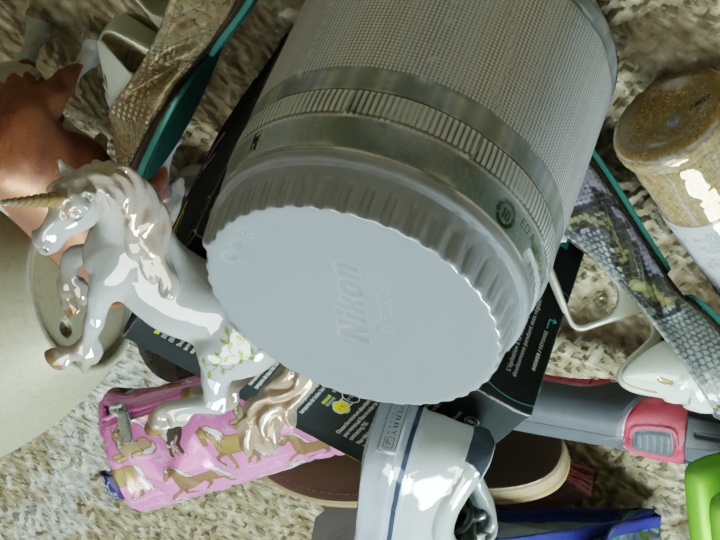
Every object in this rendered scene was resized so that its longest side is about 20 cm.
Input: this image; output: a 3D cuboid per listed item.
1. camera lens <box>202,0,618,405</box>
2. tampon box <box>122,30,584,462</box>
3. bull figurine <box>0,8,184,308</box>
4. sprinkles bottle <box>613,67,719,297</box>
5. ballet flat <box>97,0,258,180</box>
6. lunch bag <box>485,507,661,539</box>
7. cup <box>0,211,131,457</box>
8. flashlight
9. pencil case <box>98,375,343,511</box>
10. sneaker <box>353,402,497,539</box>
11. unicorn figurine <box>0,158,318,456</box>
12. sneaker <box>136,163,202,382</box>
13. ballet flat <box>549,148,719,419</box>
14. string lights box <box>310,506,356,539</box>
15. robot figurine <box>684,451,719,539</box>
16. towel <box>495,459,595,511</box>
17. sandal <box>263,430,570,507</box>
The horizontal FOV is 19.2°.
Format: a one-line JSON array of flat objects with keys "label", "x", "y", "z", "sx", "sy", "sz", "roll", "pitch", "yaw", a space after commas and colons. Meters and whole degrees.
[{"label": "camera lens", "x": 0.028, "y": -0.058, "z": 1.017, "sx": 0.160, "sy": 0.200, "sz": 0.160, "roll": 15, "pitch": 145, "yaw": 11}, {"label": "tampon box", "x": 0.000, "y": 0.000, "z": 1.155, "sx": 0.200, "sy": 0.150, "sz": 0.126, "roll": 29, "pitch": 144, "yaw": -9}, {"label": "bull figurine", "x": -0.173, "y": -0.068, "z": 1.180, "sx": 0.065, "sy": 0.122, "sz": 0.200, "roll": 7, "pitch": 146, "yaw": 42}, {"label": "sprinkles bottle", "x": 0.205, "y": -0.014, "z": 1.092, "sx": 0.068, "sy": 0.068, "sz": 0.200, "roll": -10, "pitch": 134, "yaw": 38}, {"label": "ballet flat", "x": -0.099, "y": -0.127, "z": 1.116, "sx": 0.065, "sy": 0.071, "sz": 0.200, "roll": 35, "pitch": 131, "yaw": -2}, {"label": "lunch bag", "x": 0.105, "y": 0.238, "z": 1.331, "sx": 0.199, "sy": 0.171, "sz": 0.127, "roll": 0, "pitch": -177, "yaw": -31}, {"label": "cup", "x": -0.221, "y": 0.020, "z": 1.277, "sx": 0.143, "sy": 0.201, "sz": 0.200, "roll": -11, "pitch": 134, "yaw": 31}, {"label": "flashlight", "x": 0.129, "y": 0.072, "z": 1.250, "sx": 0.199, "sy": 0.068, "sz": 0.068, "roll": 10, "pitch": 173, "yaw": 18}, {"label": "pencil case", "x": -0.065, "y": 0.088, "z": 1.302, "sx": 0.199, "sy": 0.086, "sz": 0.083, "roll": -17, "pitch": 92, "yaw": 22}, {"label": "sneaker", "x": 0.035, "y": 0.144, "z": 1.136, "sx": 0.071, "sy": 0.073, "sz": 0.200, "roll": 16, "pitch": 147, "yaw": 10}, {"label": "unicorn figurine", "x": -0.105, "y": 0.013, "z": 1.051, "sx": 0.200, "sy": 0.074, "sz": 0.137, "roll": 21, "pitch": 137, "yaw": -20}, {"label": "sneaker", "x": -0.116, "y": 0.019, "z": 1.305, "sx": 0.075, "sy": 0.082, "sz": 0.200, "roll": 20, "pitch": 145, "yaw": 4}, {"label": "ballet flat", "x": 0.148, "y": 0.023, "z": 1.106, "sx": 0.200, "sy": 0.072, "sz": 0.072, "roll": 51, "pitch": 144, "yaw": 5}, {"label": "string lights box", "x": 0.072, "y": 0.207, "z": 1.435, "sx": 0.199, "sy": 0.059, "sz": 0.103, "roll": 19, "pitch": 151, "yaw": -16}, {"label": "robot figurine", "x": 0.280, "y": 0.123, "z": 1.154, "sx": 0.199, "sy": 0.176, "sz": 0.116, "roll": -11, "pitch": 109, "yaw": -6}, {"label": "towel", "x": 0.039, "y": 0.105, "z": 1.388, "sx": 0.200, "sy": 0.023, "sz": 0.144, "roll": 37, "pitch": 144, "yaw": -18}, {"label": "sandal", "x": 0.033, "y": 0.132, "z": 1.344, "sx": 0.211, "sy": 0.078, "sz": 0.070, "roll": 0, "pitch": 144, "yaw": 22}]
